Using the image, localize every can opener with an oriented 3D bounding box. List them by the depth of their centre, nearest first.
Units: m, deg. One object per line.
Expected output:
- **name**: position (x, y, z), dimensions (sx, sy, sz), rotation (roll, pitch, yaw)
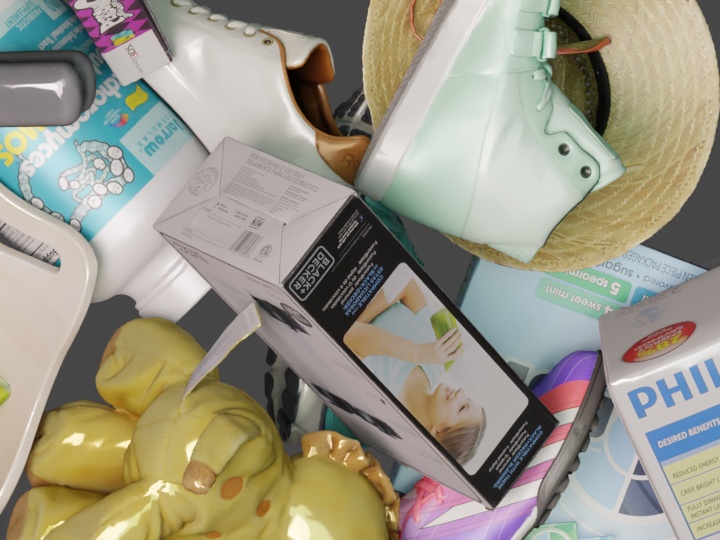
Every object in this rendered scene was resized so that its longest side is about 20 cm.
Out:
- **can opener**: position (-0.233, -0.105, 1.463), dimensions (0.200, 0.053, 0.067), rotation (-1, 106, 9)

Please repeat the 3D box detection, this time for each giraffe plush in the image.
- **giraffe plush**: position (-0.060, 0.119, 1.499), dimensions (0.162, 0.173, 0.200), rotation (35, 127, -28)

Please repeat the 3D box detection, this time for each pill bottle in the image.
- **pill bottle**: position (-0.151, -0.060, 1.547), dimensions (0.200, 0.111, 0.111), rotation (44, 90, -5)

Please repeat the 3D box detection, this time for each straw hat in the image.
- **straw hat**: position (0.085, -0.099, 1.566), dimensions (0.201, 0.085, 0.201), rotation (0, 89, -13)

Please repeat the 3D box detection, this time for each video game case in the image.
- **video game case**: position (-0.167, -0.211, 1.469), dimensions (0.036, 0.181, 0.200), rotation (-29, 68, 0)

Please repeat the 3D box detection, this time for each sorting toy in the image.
- **sorting toy**: position (-0.227, 0.020, 1.519), dimensions (0.200, 0.107, 0.180), rotation (38, 117, -5)

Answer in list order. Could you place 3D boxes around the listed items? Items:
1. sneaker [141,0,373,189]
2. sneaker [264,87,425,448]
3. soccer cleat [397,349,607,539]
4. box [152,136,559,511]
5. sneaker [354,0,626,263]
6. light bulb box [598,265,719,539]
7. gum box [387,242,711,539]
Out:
- **sneaker**: position (-0.064, -0.112, 1.547), dimensions (0.085, 0.073, 0.200), rotation (-45, 74, 15)
- **sneaker**: position (0.000, 0.000, 1.589), dimensions (0.080, 0.077, 0.200), rotation (6, 98, -22)
- **soccer cleat**: position (0.061, 0.119, 1.550), dimensions (0.073, 0.068, 0.200), rotation (32, 95, 2)
- **box**: position (0.000, 0.028, 1.476), dimensions (0.060, 0.117, 0.200), rotation (-51, 128, -12)
- **sneaker**: position (0.093, -0.103, 1.485), dimensions (0.118, 0.074, 0.201), rotation (28, 93, -5)
- **light bulb box**: position (0.249, 0.087, 1.505), dimensions (0.198, 0.125, 0.200), rotation (-24, 104, 8)
- **gum box**: position (0.119, 0.079, 1.602), dimensions (0.170, 0.045, 0.200), rotation (20, 92, -3)
